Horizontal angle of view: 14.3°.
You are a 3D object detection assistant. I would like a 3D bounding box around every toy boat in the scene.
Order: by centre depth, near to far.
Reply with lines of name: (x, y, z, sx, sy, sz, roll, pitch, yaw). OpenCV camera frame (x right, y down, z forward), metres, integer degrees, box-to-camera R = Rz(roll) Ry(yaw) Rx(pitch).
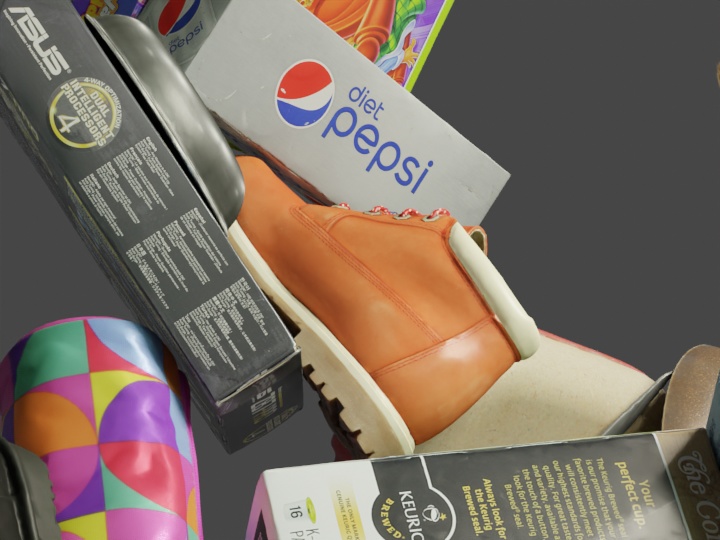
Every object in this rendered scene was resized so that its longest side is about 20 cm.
toy boat: (0.057, 0.079, 1.395, 0.200, 0.131, 0.131, 21, 11, -42)

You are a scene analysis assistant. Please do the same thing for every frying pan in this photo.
frying pan: (-0.081, -0.055, 1.286, 0.115, 0.031, 0.190, 56, -5, 16)

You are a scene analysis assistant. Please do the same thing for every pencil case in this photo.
pencil case: (-0.098, 0.114, 1.145, 0.088, 0.088, 0.200, 25, 38, -38)

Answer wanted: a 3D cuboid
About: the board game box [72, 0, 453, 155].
board game box: (-0.048, -0.128, 1.431, 0.045, 0.135, 0.200, 31, 8, 42)

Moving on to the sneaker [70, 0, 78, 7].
sneaker: (-0.121, -0.150, 1.444, 0.200, 0.077, 0.080, 7, 25, -48)

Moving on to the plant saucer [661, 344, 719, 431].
plant saucer: (0.198, 0.131, 1.376, 0.200, 0.032, 0.201, 38, 44, -50)

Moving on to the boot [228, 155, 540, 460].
boot: (0.000, 0.000, 1.304, 0.200, 0.107, 0.075, 50, -8, 39)

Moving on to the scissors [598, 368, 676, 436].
scissors: (0.079, 0.120, 1.330, 0.200, 0.014, 0.073, -32, 118, -27)

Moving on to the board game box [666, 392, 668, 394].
board game box: (0.268, 0.107, 1.609, 0.200, 0.147, 0.064, 28, 38, -34)

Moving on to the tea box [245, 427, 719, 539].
tea box: (0.063, 0.187, 1.154, 0.196, 0.134, 0.200, -4, 52, -13)

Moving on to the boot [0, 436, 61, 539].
boot: (-0.177, 0.115, 1.031, 0.158, 0.079, 0.211, 34, 22, -41)

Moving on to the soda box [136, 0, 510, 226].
soda box: (-0.020, -0.074, 1.384, 0.200, 0.068, 0.063, 35, -5, -38)

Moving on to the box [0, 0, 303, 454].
box: (-0.097, -0.021, 1.259, 0.200, 0.049, 0.161, 56, -5, 9)

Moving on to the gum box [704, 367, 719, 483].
gum box: (0.184, 0.159, 1.170, 0.044, 0.170, 0.200, -9, 57, -8)
